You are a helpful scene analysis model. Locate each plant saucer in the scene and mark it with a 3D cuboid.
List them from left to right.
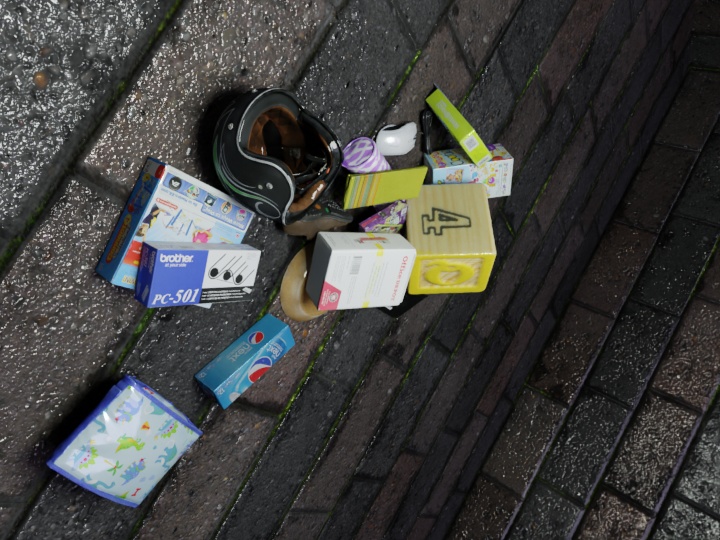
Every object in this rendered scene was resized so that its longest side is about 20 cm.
[{"bbox_3d":[-0.093,0.029,1.227,0.200,0.035,0.200,-30,132,-40],"label":"plant saucer"}]

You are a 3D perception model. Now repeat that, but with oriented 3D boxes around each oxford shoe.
[{"bbox_3d":[-0.093,-0.106,1.132,0.200,0.073,0.084,-6,138,-53],"label":"oxford shoe"}]

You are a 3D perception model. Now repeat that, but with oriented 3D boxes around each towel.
[{"bbox_3d":[0.052,-0.180,1.174,0.200,0.018,0.086,-13,140,-30],"label":"towel"}]

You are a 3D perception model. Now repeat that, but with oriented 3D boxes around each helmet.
[{"bbox_3d":[-0.146,-0.190,0.893,0.200,0.191,0.200,-49,175,-6],"label":"helmet"}]

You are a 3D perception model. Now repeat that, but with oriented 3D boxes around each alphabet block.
[{"bbox_3d":[0.204,-0.074,1.315,0.195,0.196,0.200,81,7,-61],"label":"alphabet block"}]

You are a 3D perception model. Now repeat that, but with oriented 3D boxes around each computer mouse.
[{"bbox_3d":[0.112,-0.308,1.279,0.200,0.044,0.110,-28,132,-41],"label":"computer mouse"}]

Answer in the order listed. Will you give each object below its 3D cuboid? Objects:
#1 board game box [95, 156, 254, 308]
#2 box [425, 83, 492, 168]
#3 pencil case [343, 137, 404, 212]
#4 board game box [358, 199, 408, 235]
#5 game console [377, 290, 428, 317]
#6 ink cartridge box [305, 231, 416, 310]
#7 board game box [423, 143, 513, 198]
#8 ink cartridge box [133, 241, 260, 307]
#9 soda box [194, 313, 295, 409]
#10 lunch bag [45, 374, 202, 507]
[{"bbox_3d":[-0.294,-0.054,0.898,0.200,0.056,0.196,26,89,-55],"label":"board game box"},{"bbox_3d":[0.229,-0.347,1.304,0.048,0.200,0.122,-38,143,15],"label":"box"},{"bbox_3d":[0.031,-0.207,1.211,0.085,0.084,0.200,-31,143,9],"label":"pencil case"},{"bbox_3d":[0.047,-0.073,1.274,0.120,0.032,0.200,-35,158,-21],"label":"board game box"},{"bbox_3d":[0.099,0.016,1.483,0.176,0.116,0.200,-37,146,13],"label":"game console"},{"bbox_3d":[0.000,0.000,1.155,0.200,0.083,0.145,-1,121,-28],"label":"ink cartridge box"},{"bbox_3d":[0.268,-0.244,1.380,0.200,0.103,0.105,-8,126,-4],"label":"board game box"},{"bbox_3d":[-0.259,0.005,0.890,0.200,0.044,0.094,-2,110,-52],"label":"ink cartridge box"},{"bbox_3d":[-0.231,0.181,1.112,0.200,0.068,0.064,-42,139,-29],"label":"soda box"},{"bbox_3d":[-0.394,0.278,0.911,0.170,0.127,0.200,-51,152,-19],"label":"lunch bag"}]
